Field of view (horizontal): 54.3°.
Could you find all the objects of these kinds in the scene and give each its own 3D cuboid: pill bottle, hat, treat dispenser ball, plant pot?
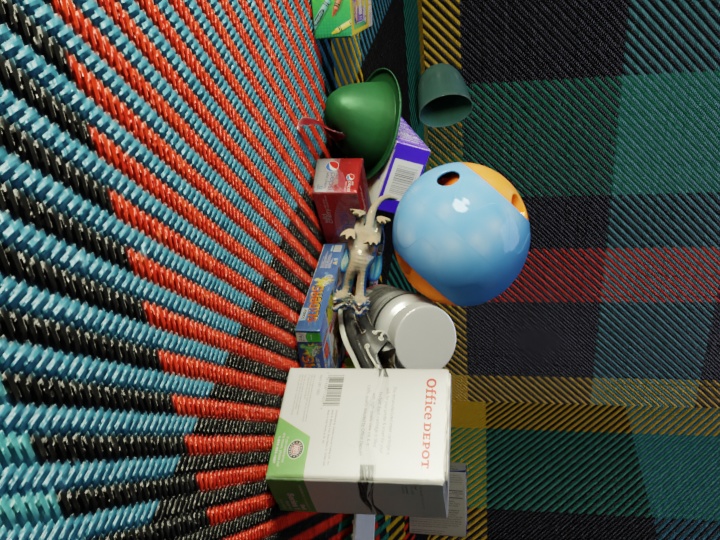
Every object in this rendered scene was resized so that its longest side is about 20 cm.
[{"bbox_3d":[0.060,0.088,1.052,0.200,0.111,0.117,-164,-109,-71],"label":"pill bottle"},{"bbox_3d":[-0.048,-0.232,1.026,0.199,0.172,0.170,-23,-116,60],"label":"hat"},{"bbox_3d":[0.143,-0.051,1.004,0.201,0.196,0.206,0,90,-80],"label":"treat dispenser ball"},{"bbox_3d":[0.294,-0.643,2.537,0.201,0.196,0.165,64,16,-67],"label":"plant pot"}]

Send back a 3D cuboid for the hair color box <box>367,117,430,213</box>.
[{"bbox_3d":[0.040,-0.183,1.124,0.201,0.063,0.111,-112,-142,-59],"label":"hair color box"}]

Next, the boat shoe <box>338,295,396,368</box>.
[{"bbox_3d":[0.021,0.118,0.932,0.074,0.060,0.203,31,37,-50],"label":"boat shoe"}]

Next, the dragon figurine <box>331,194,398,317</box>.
[{"bbox_3d":[0.003,-0.024,0.951,0.202,0.057,0.101,-72,173,-52],"label":"dragon figurine"}]

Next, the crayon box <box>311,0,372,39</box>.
[{"bbox_3d":[-0.026,-0.415,1.037,0.201,0.057,0.122,-68,155,-65],"label":"crayon box"}]

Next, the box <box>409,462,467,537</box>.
[{"bbox_3d":[0.243,0.710,2.194,0.105,0.179,0.205,-5,95,-78],"label":"box"}]

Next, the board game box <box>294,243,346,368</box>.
[{"bbox_3d":[-0.045,0.074,0.974,0.201,0.034,0.138,-75,163,-56],"label":"board game box"}]

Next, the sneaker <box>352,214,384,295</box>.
[{"bbox_3d":[0.000,0.000,1.181,0.078,0.073,0.205,-63,160,-87],"label":"sneaker"}]

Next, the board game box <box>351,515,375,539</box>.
[{"bbox_3d":[0.000,0.435,1.250,0.201,0.025,0.204,68,24,-64],"label":"board game box"}]

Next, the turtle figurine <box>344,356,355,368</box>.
[{"bbox_3d":[-0.009,0.218,1.002,0.201,0.063,0.164,-54,152,-55],"label":"turtle figurine"}]

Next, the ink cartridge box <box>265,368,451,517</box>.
[{"bbox_3d":[0.007,0.193,0.800,0.085,0.195,0.148,78,16,-45],"label":"ink cartridge box"}]

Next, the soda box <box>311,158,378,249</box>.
[{"bbox_3d":[-0.018,-0.075,1.040,0.202,0.068,0.065,75,20,-55],"label":"soda box"}]
